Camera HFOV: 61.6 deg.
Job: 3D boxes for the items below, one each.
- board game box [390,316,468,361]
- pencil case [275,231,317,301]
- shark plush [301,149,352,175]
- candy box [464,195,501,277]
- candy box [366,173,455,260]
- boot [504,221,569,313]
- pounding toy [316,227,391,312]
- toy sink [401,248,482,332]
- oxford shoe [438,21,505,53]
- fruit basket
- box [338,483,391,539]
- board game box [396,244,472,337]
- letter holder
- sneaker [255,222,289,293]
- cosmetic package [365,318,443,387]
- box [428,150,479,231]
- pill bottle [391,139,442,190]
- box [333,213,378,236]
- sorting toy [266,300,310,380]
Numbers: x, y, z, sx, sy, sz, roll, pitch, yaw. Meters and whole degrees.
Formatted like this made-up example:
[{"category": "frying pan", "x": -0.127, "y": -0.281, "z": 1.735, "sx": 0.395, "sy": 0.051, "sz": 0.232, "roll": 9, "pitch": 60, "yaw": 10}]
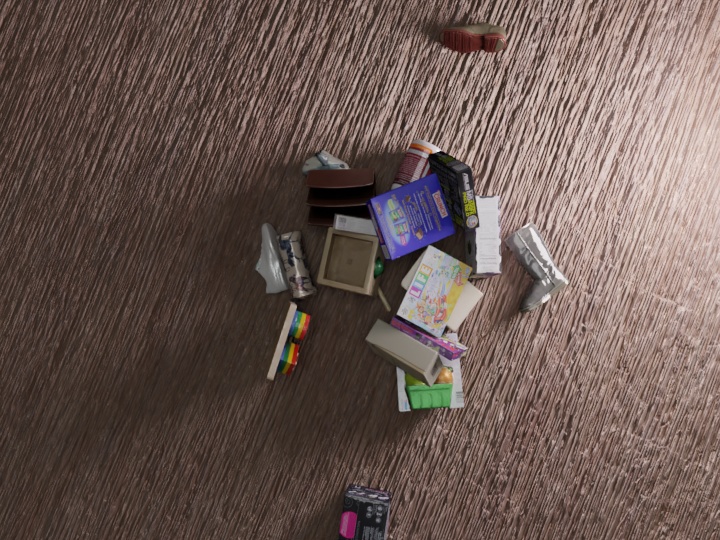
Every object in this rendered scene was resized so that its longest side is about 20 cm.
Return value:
[{"category": "board game box", "x": 0.187, "y": 0.179, "z": 1.636, "sx": 0.197, "sy": 0.119, "sz": 0.033, "roll": 29, "pitch": 107, "yaw": 26}, {"category": "pencil case", "x": -0.184, "y": -0.018, "z": 1.740, "sx": 0.076, "sy": 0.089, "sz": 0.206, "roll": -18, "pitch": 82, "yaw": 15}, {"category": "shark plush", "x": -0.071, "y": -0.285, "z": 1.780, "sx": 0.195, "sy": 0.091, "sz": 0.085, "roll": 22, "pitch": 108, "yaw": -13}, {"category": "candy box", "x": 0.331, "y": -0.086, "z": 1.646, "sx": 0.069, "sy": 0.168, "sz": 0.207, "roll": -1, "pitch": 86, "yaw": 0}, {"category": "candy box", "x": 0.134, "y": -0.142, "z": 1.614, "sx": 0.195, "sy": 0.077, "sz": 0.174, "roll": -21, "pitch": 95, "yaw": -10}, {"category": "boot", "x": 0.464, "y": -0.008, "z": 1.676, "sx": 0.180, "sy": 0.073, "sz": 0.202, "roll": -35, "pitch": 89, "yaw": -12}, {"category": "pounding toy", "x": 0.000, "y": 0.000, "z": 1.708, "sx": 0.194, "sy": 0.142, "sz": 0.190, "roll": 12, "pitch": 86, "yaw": 18}, {"category": "toy sink", "x": 0.220, "y": 0.053, "z": 1.677, "sx": 0.199, "sy": 0.112, "sz": 0.131, "roll": 39, "pitch": 90, "yaw": 3}, {"category": "oxford shoe", "x": 0.327, "y": -0.685, "z": 1.761, "sx": 0.194, "sy": 0.071, "sz": 0.076, "roll": 11, "pitch": 60, "yaw": 8}, {"category": "fruit basket", "x": 0.189, "y": 0.284, "z": 1.686, "sx": 0.179, "sy": 0.094, "sz": 0.206, "roll": -5, "pitch": 69, "yaw": 5}, {"category": "box", "x": 0.009, "y": 0.707, "z": 1.644, "sx": 0.128, "sy": 0.115, "sz": 0.207, "roll": 9, "pitch": 87, "yaw": 5}, {"category": "board game box", "x": 0.196, "y": 0.055, "z": 1.605, "sx": 0.132, "sy": 0.034, "sz": 0.204, "roll": 26, "pitch": 90, "yaw": 4}, {"category": "letter holder", "x": -0.056, "y": -0.204, "z": 1.699, "sx": 0.193, "sy": 0.103, "sz": 0.144, "roll": -1, "pitch": 41, "yaw": 6}, {"category": "sneaker", "x": -0.272, "y": -0.033, "z": 1.761, "sx": 0.086, "sy": 0.075, "sz": 0.206, "roll": -16, "pitch": 85, "yaw": 16}, {"category": "cosmetic package", "x": 0.118, "y": 0.221, "z": 1.626, "sx": 0.197, "sy": 0.104, "sz": 0.074, "roll": 26, "pitch": 72, "yaw": 31}, {"category": "box", "x": 0.244, "y": -0.213, "z": 1.589, "sx": 0.043, "sy": 0.200, "sz": 0.164, "roll": -18, "pitch": 116, "yaw": -8}, {"category": "pill bottle", "x": 0.155, "y": -0.255, "z": 1.709, "sx": 0.111, "sy": 0.113, "sz": 0.204, "roll": 25, "pitch": 88, "yaw": 7}, {"category": "box", "x": 0.022, "y": -0.119, "z": 1.648, "sx": 0.194, "sy": 0.039, "sz": 0.043, "roll": 7, "pitch": 99, "yaw": -14}, {"category": "sorting toy", "x": -0.198, "y": 0.195, "z": 1.673, "sx": 0.068, "sy": 0.199, "sz": 0.206, "roll": 19, "pitch": 87, "yaw": -8}]
